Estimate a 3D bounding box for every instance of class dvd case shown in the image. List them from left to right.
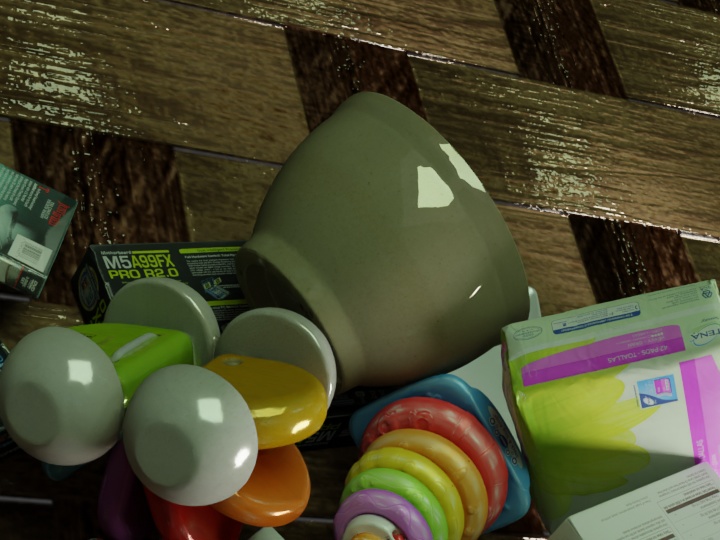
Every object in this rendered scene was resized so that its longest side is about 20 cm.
[{"bbox_3d":[-0.295,-0.058,1.271,0.199,0.022,0.146,24,21,-10],"label":"dvd case"}]

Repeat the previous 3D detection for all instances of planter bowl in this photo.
[{"bbox_3d":[0.000,0.000,1.273,0.134,0.201,0.200,-36,73,-19],"label":"planter bowl"}]

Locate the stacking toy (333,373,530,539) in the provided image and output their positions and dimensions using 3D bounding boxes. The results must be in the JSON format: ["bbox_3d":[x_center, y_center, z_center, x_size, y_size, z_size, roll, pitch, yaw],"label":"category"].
[{"bbox_3d":[0.021,0.162,1.202,0.117,0.109,0.200,60,34,-8],"label":"stacking toy"}]

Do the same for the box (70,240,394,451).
[{"bbox_3d":[-0.087,0.053,1.322,0.198,0.044,0.161,-3,52,-35],"label":"box"}]

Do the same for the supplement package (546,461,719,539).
[{"bbox_3d":[0.202,0.264,1.228,0.150,0.152,0.201,-14,60,-41],"label":"supplement package"}]

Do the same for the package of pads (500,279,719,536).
[{"bbox_3d":[0.180,0.101,1.274,0.153,0.201,0.069,-13,50,6],"label":"package of pads"}]

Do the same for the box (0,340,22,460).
[{"bbox_3d":[-0.315,0.071,1.155,0.199,0.046,0.159,-24,67,-45],"label":"box"}]

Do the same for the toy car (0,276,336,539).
[{"bbox_3d":[-0.117,0.101,1.144,0.198,0.151,0.175,14,21,21],"label":"toy car"}]

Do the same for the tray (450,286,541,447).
[{"bbox_3d":[0.098,0.083,1.430,0.106,0.022,0.201,15,45,-22],"label":"tray"}]

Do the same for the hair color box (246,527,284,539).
[{"bbox_3d":[-0.031,0.264,1.145,0.200,0.065,0.109,45,41,10],"label":"hair color box"}]

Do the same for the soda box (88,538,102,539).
[{"bbox_3d":[-0.118,0.255,1.091,0.200,0.070,0.063,45,43,11],"label":"soda box"}]
